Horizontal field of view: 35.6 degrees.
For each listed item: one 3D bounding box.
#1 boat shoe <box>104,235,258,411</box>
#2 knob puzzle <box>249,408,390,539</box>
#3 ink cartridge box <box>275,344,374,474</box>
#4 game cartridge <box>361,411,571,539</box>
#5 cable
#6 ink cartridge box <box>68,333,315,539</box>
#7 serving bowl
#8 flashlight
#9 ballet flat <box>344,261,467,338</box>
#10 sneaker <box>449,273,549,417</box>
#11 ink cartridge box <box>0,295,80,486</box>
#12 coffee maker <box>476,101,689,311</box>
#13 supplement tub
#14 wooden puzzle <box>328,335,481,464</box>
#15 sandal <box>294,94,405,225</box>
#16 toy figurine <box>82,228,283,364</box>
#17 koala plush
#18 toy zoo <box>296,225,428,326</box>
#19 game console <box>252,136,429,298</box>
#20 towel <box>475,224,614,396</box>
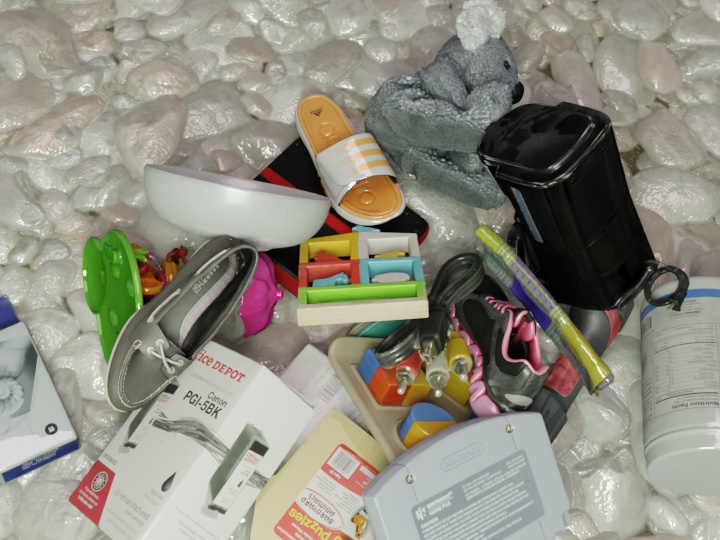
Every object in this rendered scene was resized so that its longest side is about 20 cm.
[{"bbox_3d":[-0.165,0.046,1.049,0.067,0.057,0.201,49,61,-28],"label":"boat shoe"},{"bbox_3d":[-0.016,0.257,1.030,0.217,0.031,0.222,4,63,-8],"label":"knob puzzle"},{"bbox_3d":[-0.011,0.183,1.128,0.199,0.067,0.117,36,63,13],"label":"ink cartridge box"},{"bbox_3d":[0.097,0.209,1.017,0.199,0.040,0.135,-20,97,-30],"label":"game cartridge"},{"bbox_3d":[0.075,0.055,1.129,0.096,0.051,0.200,-11,26,22],"label":"cable"},{"bbox_3d":[-0.157,0.170,1.040,0.146,0.083,0.201,16,66,52],"label":"ink cartridge box"},{"bbox_3d":[-0.132,-0.061,1.171,0.198,0.200,0.066,11,95,-2],"label":"serving bowl"},{"bbox_3d":[0.225,0.096,1.214,0.067,0.068,0.200,34,60,11],"label":"flashlight"},{"bbox_3d":[0.050,0.045,1.231,0.199,0.068,0.064,-25,39,-21],"label":"ballet flat"},{"bbox_3d":[0.148,0.062,1.136,0.078,0.096,0.201,11,39,-19],"label":"sneaker"},{"bbox_3d":[-0.409,0.131,1.118,0.198,0.041,0.201,-25,66,-21],"label":"ink cartridge box"},{"bbox_3d":[0.235,-0.068,1.176,0.191,0.201,0.135,1,49,32],"label":"coffee maker"},{"bbox_3d":[0.362,0.120,1.182,0.131,0.132,0.202,8,60,-3],"label":"supplement tub"},{"bbox_3d":[0.082,0.137,1.115,0.184,0.046,0.201,6,38,-36],"label":"wooden puzzle"},{"bbox_3d":[-0.022,-0.139,1.289,0.079,0.059,0.207,-26,61,-13],"label":"sandal"},{"bbox_3d":[-0.178,0.021,1.181,0.183,0.152,0.200,-4,20,-29],"label":"toy figurine"},{"bbox_3d":[0.118,-0.211,1.323,0.182,0.178,0.201,19,62,18],"label":"koala plush"},{"bbox_3d":[0.000,0.000,1.177,0.130,0.021,0.200,-4,25,0],"label":"toy zoo"},{"bbox_3d":[-0.045,-0.051,1.287,0.199,0.031,0.177,37,57,13],"label":"game console"},{"bbox_3d":[0.182,0.042,1.122,0.023,0.144,0.201,-38,80,1],"label":"towel"}]
